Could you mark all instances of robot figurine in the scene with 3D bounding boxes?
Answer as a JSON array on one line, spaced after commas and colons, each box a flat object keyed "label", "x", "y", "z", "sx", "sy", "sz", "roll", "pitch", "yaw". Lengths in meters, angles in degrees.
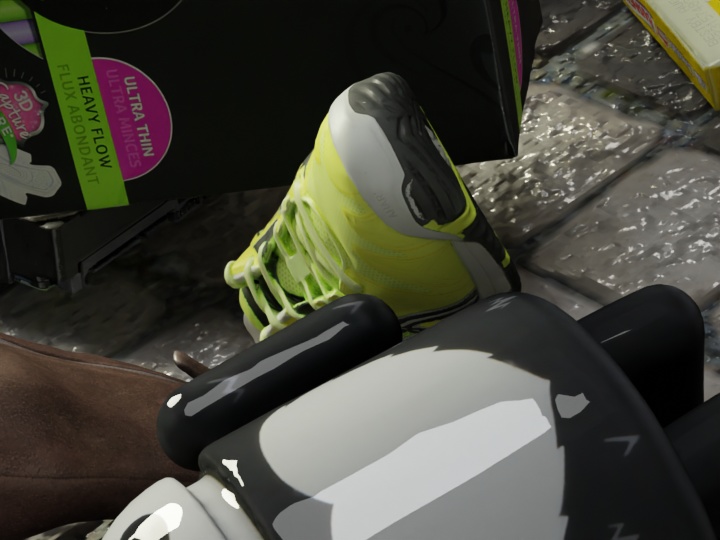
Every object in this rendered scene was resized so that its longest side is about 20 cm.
[{"label": "robot figurine", "x": 0.020, "y": 0.082, "z": 0.686, "sx": 0.200, "sy": 0.125, "sz": 0.150, "roll": -28, "pitch": 17, "yaw": -13}]

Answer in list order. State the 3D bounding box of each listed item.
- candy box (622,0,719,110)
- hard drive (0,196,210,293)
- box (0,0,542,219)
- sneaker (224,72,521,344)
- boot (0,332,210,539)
[{"label": "candy box", "x": 0.208, "y": -0.130, "z": 0.981, "sx": 0.200, "sy": 0.026, "sz": 0.102, "roll": -22, "pitch": 36, "yaw": -4}, {"label": "hard drive", "x": -0.152, "y": -0.058, "z": 1.005, "sx": 0.200, "sy": 0.038, "sz": 0.140, "roll": 18, "pitch": 38, "yaw": 31}, {"label": "box", "x": -0.047, "y": -0.116, "z": 0.884, "sx": 0.200, "sy": 0.149, "sz": 0.124, "roll": -6, "pitch": 27, "yaw": 11}, {"label": "sneaker", "x": 0.000, "y": 0.000, "z": 0.790, "sx": 0.076, "sy": 0.200, "sz": 0.075, "roll": -27, "pitch": 75, "yaw": -6}, {"label": "boot", "x": -0.122, "y": 0.048, "z": 0.815, "sx": 0.166, "sy": 0.072, "sz": 0.200, "roll": 6, "pitch": 8, "yaw": -22}]
